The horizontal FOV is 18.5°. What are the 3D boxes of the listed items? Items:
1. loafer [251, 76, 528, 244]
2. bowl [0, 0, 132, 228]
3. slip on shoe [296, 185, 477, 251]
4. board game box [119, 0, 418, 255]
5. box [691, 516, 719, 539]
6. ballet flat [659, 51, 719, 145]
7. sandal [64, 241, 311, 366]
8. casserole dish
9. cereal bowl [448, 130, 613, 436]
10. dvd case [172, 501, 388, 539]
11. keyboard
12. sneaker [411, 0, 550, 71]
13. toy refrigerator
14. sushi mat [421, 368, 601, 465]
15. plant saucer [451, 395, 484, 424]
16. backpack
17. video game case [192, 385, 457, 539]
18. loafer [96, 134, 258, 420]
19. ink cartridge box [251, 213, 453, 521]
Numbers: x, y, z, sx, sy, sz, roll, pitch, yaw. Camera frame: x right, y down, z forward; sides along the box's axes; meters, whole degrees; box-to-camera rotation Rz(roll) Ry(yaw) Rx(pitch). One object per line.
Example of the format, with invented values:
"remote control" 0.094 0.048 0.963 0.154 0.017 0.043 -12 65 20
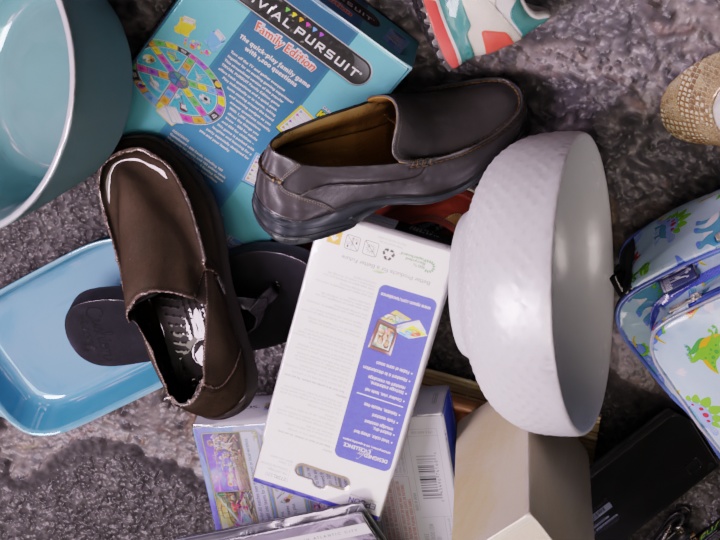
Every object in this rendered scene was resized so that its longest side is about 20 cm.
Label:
"loafer" 0.024 -0.083 1.432 0.199 0.073 0.073 -26 149 -19
"bowl" -0.228 -0.125 1.457 0.200 0.105 0.203 2 94 35
"slip on shoe" 0.000 0.000 1.533 0.199 0.061 0.074 -24 113 22
"board game box" -0.079 -0.118 1.492 0.151 0.047 0.200 35 117 -11
"box" 0.337 0.185 1.585 0.110 0.035 0.200 41 117 -12
"ballet flat" 0.288 -0.116 1.419 0.199 0.065 0.071 -15 114 17
"sandal" -0.113 0.035 1.532 0.199 0.043 0.076 -15 118 20
"casserole dish" -0.200 0.042 1.603 0.199 0.039 0.121 -26 110 22
"cereal bowl" 0.108 0.008 1.442 0.083 0.200 0.201 1 118 17
"dvd case" -0.025 0.241 1.564 0.148 0.016 0.200 -13 131 22
"keyboard" 0.171 0.187 1.581 0.200 0.021 0.127 -37 128 0
"sneaker" 0.065 -0.231 1.406 0.093 0.070 0.201 -18 112 -1
"toy refrigerator" 0.105 0.156 1.459 0.070 0.200 0.076 -35 107 17
"sushi mat" 0.072 0.118 1.608 0.199 0.012 0.096 15 119 2
"plant saucer" 0.055 0.172 1.612 0.199 0.038 0.201 5 119 9
"backpack" 0.287 0.029 1.450 0.199 0.147 0.183 -32 111 19
"video game case" -0.012 0.180 1.583 0.180 0.046 0.201 -4 117 12
"loafer" -0.124 0.003 1.465 0.073 0.071 0.201 -25 85 20
"ink cartridge box" -0.003 0.061 1.484 0.094 0.037 0.201 17 105 5
